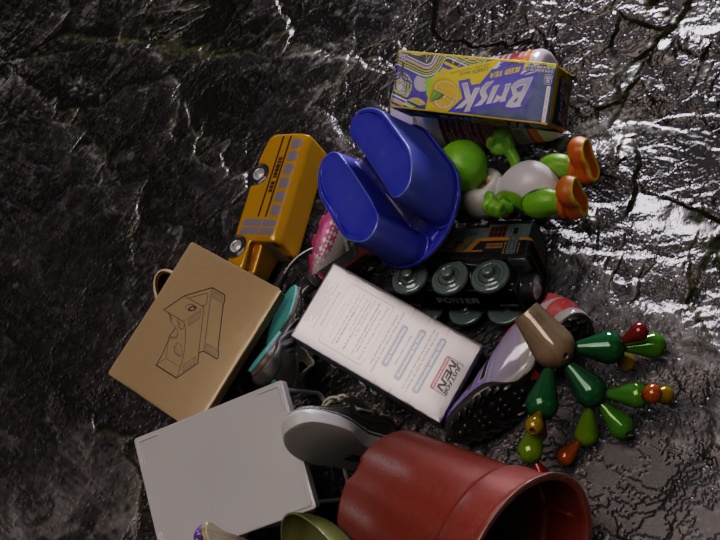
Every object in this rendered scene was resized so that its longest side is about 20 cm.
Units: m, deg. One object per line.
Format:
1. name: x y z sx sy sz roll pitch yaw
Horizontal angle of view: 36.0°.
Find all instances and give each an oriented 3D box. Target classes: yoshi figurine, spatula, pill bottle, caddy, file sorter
1. yoshi figurine: 0.165 -0.110 1.278 0.198 0.112 0.114 -2 95 38
2. spatula: -0.083 -0.007 1.431 0.020 0.057 0.201 35 93 7
3. pill bottle: 0.143 -0.202 1.362 0.197 0.110 0.111 -5 62 28
4. caddy: 0.039 -0.095 1.292 0.142 0.104 0.201 -51 42 19
5. file sorter: -0.129 0.229 1.262 0.198 0.124 0.141 -22 73 18

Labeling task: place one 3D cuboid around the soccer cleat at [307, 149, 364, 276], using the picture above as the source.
1. soccer cleat: 0.004 -0.067 1.395 0.085 0.070 0.202 18 76 29

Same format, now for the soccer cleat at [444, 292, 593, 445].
1. soccer cleat: 0.165 0.108 1.217 0.200 0.068 0.073 -44 32 3

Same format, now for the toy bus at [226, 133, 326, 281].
1. toy bus: -0.111 -0.078 1.472 0.077 0.065 0.203 2 65 29

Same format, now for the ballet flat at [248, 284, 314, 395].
1. ballet flat: -0.085 0.091 1.348 0.068 0.068 0.201 -48 11 28

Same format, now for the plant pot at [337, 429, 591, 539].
1. plant pot: 0.092 0.260 1.099 0.194 0.201 0.203 20 75 44

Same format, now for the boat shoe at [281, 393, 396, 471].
1. boat shoe: -0.021 0.171 1.196 0.070 0.199 0.064 -29 57 22

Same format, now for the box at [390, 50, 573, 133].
1. box: 0.137 -0.205 1.268 0.197 0.064 0.071 11 94 27

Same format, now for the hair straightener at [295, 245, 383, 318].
1. hair straightener: 0.000 0.000 1.359 0.199 0.077 0.041 -39 62 -17

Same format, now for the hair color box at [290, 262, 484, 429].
1. hair color box: 0.032 0.086 1.259 0.198 0.061 0.100 29 80 16

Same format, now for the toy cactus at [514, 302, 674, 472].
1. toy cactus: 0.219 0.108 1.132 0.199 0.102 0.166 -40 84 0

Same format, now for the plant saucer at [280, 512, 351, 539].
1. plant saucer: -0.016 0.331 1.132 0.031 0.202 0.200 -25 46 -25

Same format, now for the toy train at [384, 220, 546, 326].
1. toy train: 0.124 0.000 1.287 0.197 0.086 0.115 -1 50 33

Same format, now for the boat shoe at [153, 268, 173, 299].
1. boat shoe: -0.227 0.078 1.450 0.073 0.069 0.201 -38 52 6

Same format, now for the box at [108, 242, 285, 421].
1. box: -0.206 0.081 1.386 0.162 0.021 0.202 26 79 30

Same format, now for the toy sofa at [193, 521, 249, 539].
1. toy sofa: -0.140 0.340 1.174 0.082 0.200 0.099 -26 60 15
